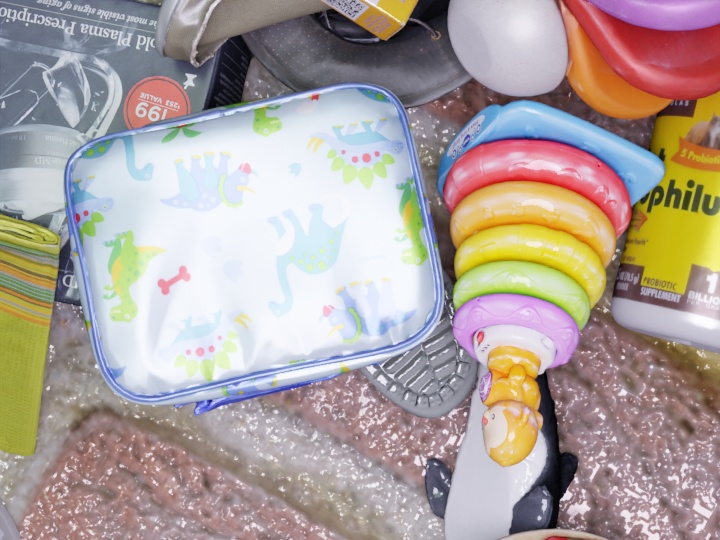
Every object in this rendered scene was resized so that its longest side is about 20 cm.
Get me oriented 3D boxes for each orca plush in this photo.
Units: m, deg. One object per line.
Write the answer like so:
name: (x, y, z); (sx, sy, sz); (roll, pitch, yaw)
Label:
orca plush: (0.094, 0.110, 1.182); (0.105, 0.071, 0.201); (-22, 69, 48)

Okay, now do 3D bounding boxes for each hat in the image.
hat: (0.018, -0.180, 1.179); (0.200, 0.081, 0.202); (0, 79, 2)

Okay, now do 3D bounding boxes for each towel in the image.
towel: (-0.225, 0.038, 1.153); (0.086, 0.200, 0.018); (17, 46, 1)

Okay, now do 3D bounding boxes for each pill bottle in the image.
pill bottle: (0.219, -0.054, 1.141); (0.109, 0.109, 0.201); (14, 88, 6)

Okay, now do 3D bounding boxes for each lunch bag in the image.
lunch bag: (-0.059, -0.010, 1.084); (0.199, 0.082, 0.162); (-13, 88, -3)

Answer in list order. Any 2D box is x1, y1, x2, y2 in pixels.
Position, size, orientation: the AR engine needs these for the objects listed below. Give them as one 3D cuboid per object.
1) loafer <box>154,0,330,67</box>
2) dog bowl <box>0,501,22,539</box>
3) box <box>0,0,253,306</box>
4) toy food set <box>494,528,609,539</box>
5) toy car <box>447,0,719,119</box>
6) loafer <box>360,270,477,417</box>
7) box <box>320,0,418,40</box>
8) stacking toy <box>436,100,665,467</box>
loafer: (-0.029, -0.177, 1.100); (0.200, 0.075, 0.070); (-40, 82, -8)
dog bowl: (-0.305, 0.206, 1.205); (0.199, 0.059, 0.201); (0, 86, 6)
box: (-0.184, -0.074, 1.185); (0.199, 0.104, 0.183); (11, 89, 6)
toy food set: (0.098, 0.244, 1.120); (0.197, 0.049, 0.201); (-21, 112, -12)
toy car: (0.148, -0.166, 1.048); (0.175, 0.200, 0.150); (-27, 54, -21)
loafer: (0.000, 0.000, 1.173); (0.075, 0.070, 0.200); (-34, 80, -4)
box: (-0.038, -0.227, 1.052); (0.200, 0.041, 0.119); (31, 76, -13)
stacking toy: (0.090, 0.017, 1.084); (0.109, 0.116, 0.201); (21, 59, -16)
